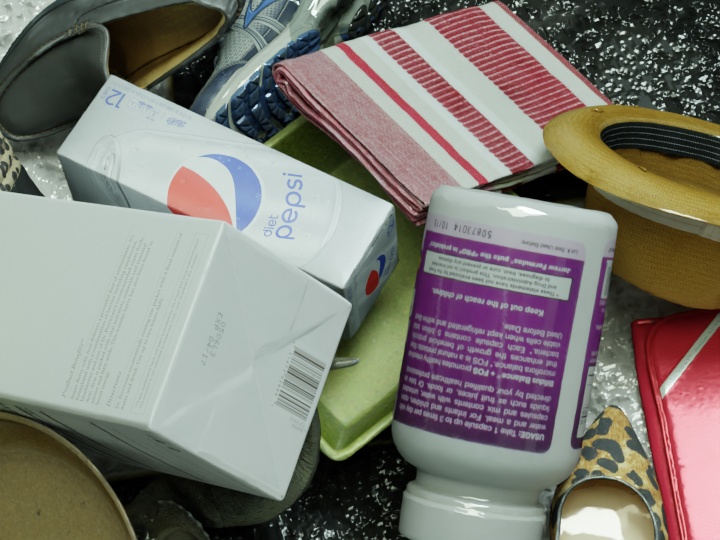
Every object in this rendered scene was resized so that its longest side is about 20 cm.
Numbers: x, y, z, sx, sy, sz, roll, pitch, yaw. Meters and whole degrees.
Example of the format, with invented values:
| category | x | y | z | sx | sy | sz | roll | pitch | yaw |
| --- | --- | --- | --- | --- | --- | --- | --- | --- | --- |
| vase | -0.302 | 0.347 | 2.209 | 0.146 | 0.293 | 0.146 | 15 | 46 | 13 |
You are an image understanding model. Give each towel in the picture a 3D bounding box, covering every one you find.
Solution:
| category | x | y | z | sx | sy | sz | roll | pitch | yaw |
| --- | --- | --- | --- | --- | --- | --- | --- | --- | --- |
| towel | 0.060 | -0.102 | 1.602 | 0.199 | 0.023 | 0.144 | -20 | 55 | -40 |

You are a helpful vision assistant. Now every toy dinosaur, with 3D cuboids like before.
| category | x | y | z | sx | sy | sz | roll | pitch | yaw |
| --- | --- | --- | --- | --- | --- | --- | --- | --- | --- |
| toy dinosaur | -0.065 | 0.108 | 1.492 | 0.199 | 0.077 | 0.103 | -25 | 71 | 23 |

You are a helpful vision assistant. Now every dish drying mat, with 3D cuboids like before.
| category | x | y | z | sx | sy | sz | roll | pitch | yaw |
| --- | --- | --- | --- | --- | --- | --- | --- | --- | --- |
| dish drying mat | 0.212 | 0.114 | 1.525 | 0.076 | 0.018 | 0.201 | -7 | 61 | -1 |

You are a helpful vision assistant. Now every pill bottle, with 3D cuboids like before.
| category | x | y | z | sx | sy | sz | roll | pitch | yaw |
| --- | --- | --- | --- | --- | --- | --- | --- | --- | --- |
| pill bottle | 0.077 | 0.058 | 1.470 | 0.111 | 0.112 | 0.202 | 10 | 92 | 9 |

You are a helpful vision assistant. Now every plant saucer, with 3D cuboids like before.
| category | x | y | z | sx | sy | sz | roll | pitch | yaw |
| --- | --- | --- | --- | --- | --- | --- | --- | --- | --- |
| plant saucer | 0.000 | 0.000 | 1.585 | 0.199 | 0.048 | 0.200 | -37 | 66 | -15 |
| plant saucer | -0.194 | 0.177 | 1.460 | 0.199 | 0.035 | 0.202 | 4 | 98 | 28 |

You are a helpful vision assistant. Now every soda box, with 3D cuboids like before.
| category | x | y | z | sx | sy | sz | roll | pitch | yaw |
| --- | --- | --- | --- | --- | --- | --- | --- | --- | --- |
| soda box | -0.078 | -0.038 | 1.536 | 0.199 | 0.068 | 0.064 | 26 | 66 | 16 |

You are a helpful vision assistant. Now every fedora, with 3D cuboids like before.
| category | x | y | z | sx | sy | sz | roll | pitch | yaw |
| --- | --- | --- | --- | --- | --- | --- | --- | --- | --- |
| fedora | 0.198 | -0.032 | 1.551 | 0.199 | 0.082 | 0.201 | 14 | 22 | -6 |

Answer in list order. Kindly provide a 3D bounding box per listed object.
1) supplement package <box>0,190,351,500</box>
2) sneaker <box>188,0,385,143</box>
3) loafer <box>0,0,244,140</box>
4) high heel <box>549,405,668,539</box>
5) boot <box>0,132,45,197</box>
| category | x | y | z | sx | sy | sz | roll | pitch | yaw |
| --- | --- | --- | --- | --- | --- | --- | --- | --- | --- |
| supplement package | -0.128 | 0.039 | 1.441 | 0.199 | 0.120 | 0.122 | 9 | 74 | 42 |
| sneaker | -0.060 | -0.149 | 1.664 | 0.085 | 0.077 | 0.200 | 23 | 58 | 26 |
| loafer | -0.156 | -0.137 | 1.608 | 0.199 | 0.073 | 0.072 | -34 | 28 | 21 |
| high heel | 0.139 | 0.145 | 1.442 | 0.071 | 0.143 | 0.201 | 4 | 62 | 6 |
| boot | -0.236 | 0.025 | 1.523 | 0.073 | 0.151 | 0.200 | 13 | 54 | 49 |
